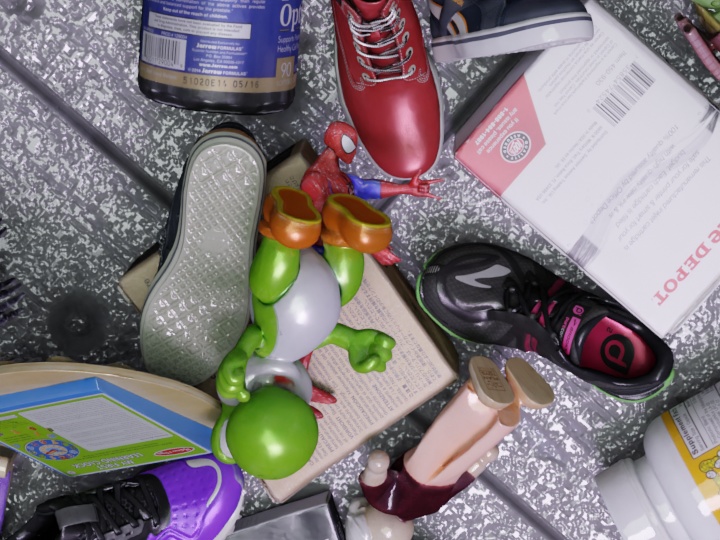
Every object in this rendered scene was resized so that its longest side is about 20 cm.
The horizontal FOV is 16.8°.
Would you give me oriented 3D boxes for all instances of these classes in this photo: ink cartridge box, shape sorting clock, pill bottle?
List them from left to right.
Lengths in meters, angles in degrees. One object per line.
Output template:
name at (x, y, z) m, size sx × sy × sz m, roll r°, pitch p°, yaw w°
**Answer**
shape sorting clock at (-0.188, 0.097, 1.689) m, size 0.198 × 0.200 × 0.040 m, roll 6°, pitch 65°, yaw 0°
ink cartridge box at (-0.100, 0.239, 1.807) m, size 0.199 × 0.037 × 0.095 m, roll -18°, pitch 101°, yaw 9°
pill bottle at (-0.092, -0.214, 1.670) m, size 0.111 × 0.112 × 0.202 m, roll 5°, pitch 103°, yaw 0°
ink cartridge box at (-0.049, 0.035, 1.742) m, size 0.164 × 0.075 × 0.201 m, roll -34°, pitch 100°, yaw 9°
ink cartridge box at (0.184, -0.075, 1.708) m, size 0.200 × 0.083 × 0.147 m, roll 41°, pitch 101°, yaw -7°
pill bottle at (0.272, 0.134, 1.738) m, size 0.199 × 0.113 × 0.113 m, roll -29°, pitch 100°, yaw 7°

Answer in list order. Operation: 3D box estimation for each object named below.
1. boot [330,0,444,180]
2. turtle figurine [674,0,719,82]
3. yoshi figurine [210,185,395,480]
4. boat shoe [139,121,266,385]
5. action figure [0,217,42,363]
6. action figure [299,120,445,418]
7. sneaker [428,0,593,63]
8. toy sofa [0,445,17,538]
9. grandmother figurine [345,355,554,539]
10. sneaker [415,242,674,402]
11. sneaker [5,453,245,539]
boot at (0.013, -0.149, 1.666) m, size 0.072 × 0.144 × 0.201 m, roll -13°, pitch 103°, yaw 2°
turtle figurine at (0.263, -0.220, 1.648) m, size 0.193 × 0.200 × 0.145 m, roll 28°, pitch 67°, yaw -1°
yoshi figurine at (-0.043, 0.054, 1.597) m, size 0.112 × 0.112 × 0.201 m, roll 24°, pitch 112°, yaw 11°
boat shoe at (-0.104, -0.011, 1.668) m, size 0.074 × 0.062 × 0.201 m, roll 12°, pitch 117°, yaw -5°
action figure at (-0.284, 0.044, 1.728) m, size 0.102 × 0.200 × 0.119 m, roll -19°, pitch 74°, yaw -31°
action figure at (0.000, 0.000, 1.663) m, size 0.098 × 0.065 × 0.202 m, roll 6°, pitch 103°, yaw 9°
sneaker at (0.092, -0.182, 1.632) m, size 0.078 × 0.200 × 0.080 m, roll -9°, pitch 96°, yaw -20°
toy sofa at (-0.309, 0.222, 1.778) m, size 0.082 × 0.098 × 0.201 m, roll 11°, pitch 102°, yaw -1°
grandmother figurine at (0.049, 0.143, 1.744) m, size 0.121 × 0.061 × 0.200 m, roll 11°, pitch 131°, yaw -34°
sneaker at (0.136, 0.031, 1.726) m, size 0.199 × 0.084 × 0.077 m, roll 20°, pitch 80°, yaw -7°
sneaker at (-0.179, 0.185, 1.748) m, size 0.199 × 0.100 × 0.070 m, roll -30°, pitch 59°, yaw 11°
